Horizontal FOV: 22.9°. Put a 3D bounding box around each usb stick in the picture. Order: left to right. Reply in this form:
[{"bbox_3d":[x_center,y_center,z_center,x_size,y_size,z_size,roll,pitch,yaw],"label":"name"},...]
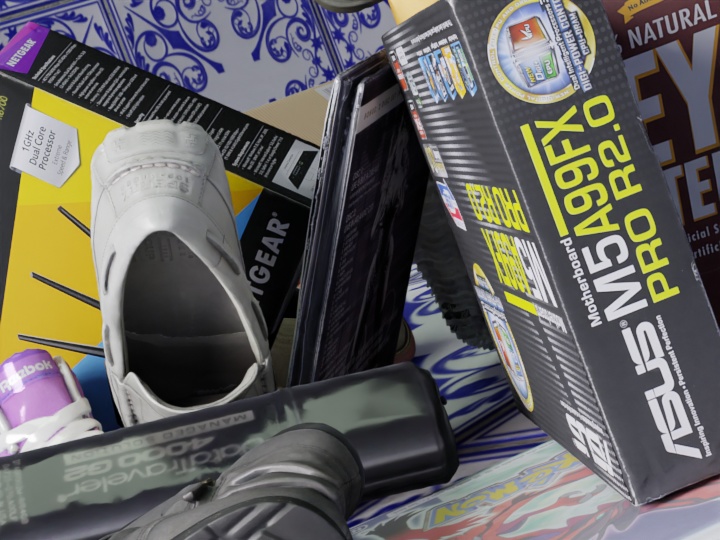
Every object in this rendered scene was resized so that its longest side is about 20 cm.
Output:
[{"bbox_3d":[-0.063,0.075,0.640,0.200,0.033,0.056,-13,43,-7],"label":"usb stick"}]

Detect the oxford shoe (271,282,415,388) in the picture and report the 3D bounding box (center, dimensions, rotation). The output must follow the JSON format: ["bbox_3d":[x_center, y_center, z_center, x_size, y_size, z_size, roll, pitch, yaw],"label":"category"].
[{"bbox_3d":[-0.017,0.035,1.056,0.070,0.075,0.200,-19,6,16],"label":"oxford shoe"}]

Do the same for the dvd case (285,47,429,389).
[{"bbox_3d":[0.000,0.000,0.766,0.016,0.200,0.149,15,20,13],"label":"dvd case"}]

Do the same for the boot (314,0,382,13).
[{"bbox_3d":[0.048,-0.170,0.740,0.182,0.073,0.200,-37,-1,-5],"label":"boot"}]

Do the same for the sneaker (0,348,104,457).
[{"bbox_3d":[-0.117,0.089,0.710,0.073,0.115,0.200,-22,8,-25],"label":"sneaker"}]

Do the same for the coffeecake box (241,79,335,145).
[{"bbox_3d":[-0.051,-0.010,1.105,0.153,0.073,0.200,-27,-30,-47],"label":"coffeecake box"}]

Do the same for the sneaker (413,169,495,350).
[{"bbox_3d":[0.059,-0.045,0.913,0.069,0.100,0.200,-3,-31,11],"label":"sneaker"}]

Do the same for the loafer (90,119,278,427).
[{"bbox_3d":[-0.069,0.036,0.689,0.070,0.200,0.070,-10,41,0],"label":"loafer"}]

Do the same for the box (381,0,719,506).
[{"bbox_3d":[0.063,-0.018,0.605,0.044,0.161,0.200,-20,6,-3],"label":"box"}]

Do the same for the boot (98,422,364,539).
[{"bbox_3d":[-0.086,0.117,0.537,0.200,0.070,0.132,-22,5,0],"label":"boot"}]

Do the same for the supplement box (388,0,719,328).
[{"bbox_3d":[0.131,-0.061,0.785,0.133,0.200,0.197,-19,6,22],"label":"supplement box"}]

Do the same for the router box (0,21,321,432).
[{"bbox_3d":[-0.108,0.009,0.782,0.051,0.149,0.200,-65,-2,-54],"label":"router box"}]

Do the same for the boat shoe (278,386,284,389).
[{"bbox_3d":[-0.092,0.067,0.901,0.200,0.072,0.072,0,17,31],"label":"boat shoe"}]

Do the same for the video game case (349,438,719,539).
[{"bbox_3d":[0.058,0.086,0.559,0.200,0.023,0.182,-22,6,-10],"label":"video game case"}]
